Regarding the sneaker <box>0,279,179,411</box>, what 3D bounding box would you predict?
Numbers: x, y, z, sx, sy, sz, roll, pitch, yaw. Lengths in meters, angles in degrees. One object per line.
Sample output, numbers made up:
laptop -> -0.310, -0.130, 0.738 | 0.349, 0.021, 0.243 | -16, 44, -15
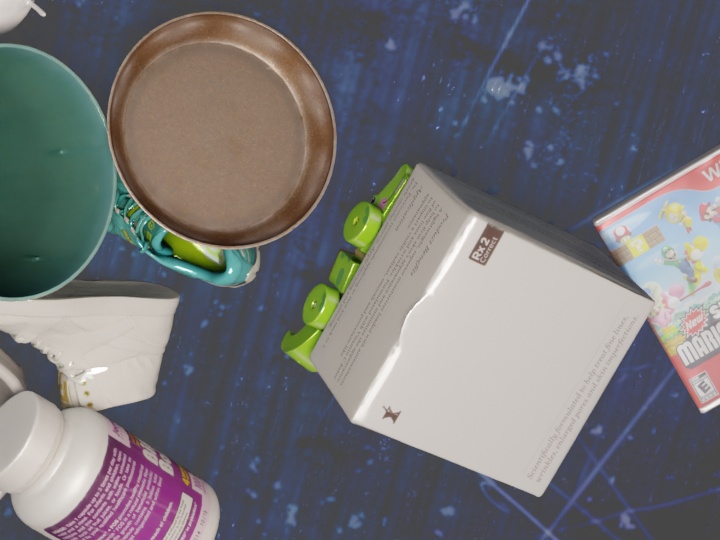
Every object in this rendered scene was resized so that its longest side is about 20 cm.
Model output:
sneaker -> -0.255, 0.067, 1.686 | 0.199, 0.074, 0.116 | 5, 107, -26

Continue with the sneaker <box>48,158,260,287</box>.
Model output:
sneaker -> -0.175, -0.047, 1.676 | 0.199, 0.080, 0.078 | 27, 102, 4

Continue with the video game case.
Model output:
video game case -> 0.311, 0.006, 1.728 | 0.142, 0.017, 0.201 | -30, 101, 7

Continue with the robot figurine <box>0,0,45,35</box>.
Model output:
robot figurine -> -0.346, -0.252, 1.615 | 0.198, 0.113, 0.171 | 11, 69, -2

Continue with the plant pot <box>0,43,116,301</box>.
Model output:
plant pot -> -0.324, -0.076, 1.612 | 0.200, 0.160, 0.202 | 1, 89, -43

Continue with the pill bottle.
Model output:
pill bottle -> -0.224, 0.185, 1.686 | 0.200, 0.112, 0.112 | 37, 101, -32

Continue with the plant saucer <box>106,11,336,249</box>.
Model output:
plant saucer -> -0.117, -0.114, 1.652 | 0.199, 0.032, 0.202 | 4, 78, -20

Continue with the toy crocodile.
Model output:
toy crocodile -> 0.000, 0.000, 1.706 | 0.067, 0.062, 0.201 | 24, 101, -28

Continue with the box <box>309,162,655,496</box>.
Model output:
box -> 0.099, 0.050, 1.651 | 0.199, 0.131, 0.200 | 24, 103, -26

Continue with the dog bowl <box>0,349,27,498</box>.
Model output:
dog bowl -> -0.368, 0.135, 1.685 | 0.199, 0.059, 0.202 | -14, 121, -24
